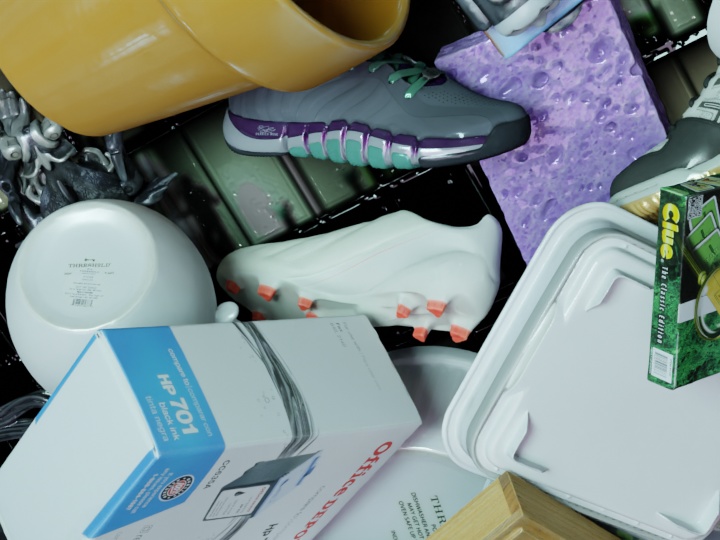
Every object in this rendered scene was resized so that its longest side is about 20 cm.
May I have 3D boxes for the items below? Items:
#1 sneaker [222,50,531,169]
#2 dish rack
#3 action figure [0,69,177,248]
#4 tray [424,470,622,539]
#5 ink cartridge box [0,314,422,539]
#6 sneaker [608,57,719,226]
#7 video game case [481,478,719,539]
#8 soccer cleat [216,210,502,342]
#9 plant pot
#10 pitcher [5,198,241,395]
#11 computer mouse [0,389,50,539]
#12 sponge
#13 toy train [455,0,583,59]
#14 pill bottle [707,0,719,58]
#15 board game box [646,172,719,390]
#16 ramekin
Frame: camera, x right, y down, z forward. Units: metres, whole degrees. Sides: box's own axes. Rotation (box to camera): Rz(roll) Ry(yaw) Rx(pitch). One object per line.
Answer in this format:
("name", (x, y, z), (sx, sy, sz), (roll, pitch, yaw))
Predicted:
("sneaker", (0.002, -0.109, 0.905), (0.198, 0.074, 0.089), (5, 108, 28))
("dish rack", (0.160, 0.070, 0.882), (0.199, 0.044, 0.173), (23, 104, -26))
("action figure", (-0.188, -0.088, 0.967), (0.118, 0.103, 0.201), (-18, 135, 13))
("tray", (0.118, 0.196, 0.912), (0.199, 0.037, 0.099), (34, 114, -33))
("ink cartridge box", (-0.086, 0.103, 0.895), (0.147, 0.199, 0.086), (-50, 57, 33))
("sneaker", (0.217, -0.098, 0.868), (0.199, 0.076, 0.088), (-31, 76, 14))
("video game case", (0.164, 0.142, 0.951), (0.198, 0.023, 0.183), (13, 107, -25))
("soccer cleat", (0.000, 0.000, 0.980), (0.198, 0.078, 0.069), (2, 146, 33))
("plant pot", (-0.103, -0.167, 0.851), (0.182, 0.200, 0.201), (-27, 106, 29))
("pitcher", (-0.117, 0.038, 0.958), (0.169, 0.123, 0.200), (-2, 155, 6))
("computer mouse", (-0.216, 0.175, 1.130), (0.139, 0.046, 0.201), (-26, 101, 19))
("sponge", (0.134, -0.058, 0.932), (0.111, 0.030, 0.201), (-20, 108, 21))
("toy train", (0.047, -0.204, 0.832), (0.086, 0.114, 0.201), (-35, 97, 26))
("pill bottle", (0.262, -0.086, 0.739), (0.200, 0.112, 0.113), (44, 125, 33))
("board game box", (0.231, -0.011, 0.845), (0.023, 0.199, 0.106), (26, 123, 47))
("ramekin", (0.047, 0.158, 1.020), (0.200, 0.094, 0.205), (6, 116, 12))
